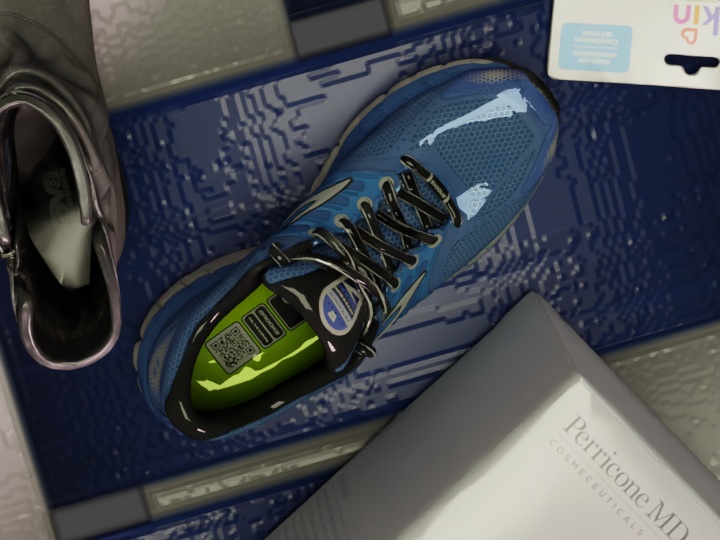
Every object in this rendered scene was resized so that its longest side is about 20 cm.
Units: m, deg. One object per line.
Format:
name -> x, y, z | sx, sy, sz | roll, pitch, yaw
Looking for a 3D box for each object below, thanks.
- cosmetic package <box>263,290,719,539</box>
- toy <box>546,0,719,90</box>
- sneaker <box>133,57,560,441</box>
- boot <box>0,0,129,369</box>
cosmetic package -> 0.070, 0.155, 1.133 | 0.200, 0.123, 0.199 | -44, 105, 5
toy -> 0.139, -0.164, 1.092 | 0.115, 0.047, 0.200 | 3, 104, -5
sneaker -> 0.000, 0.000, 1.100 | 0.200, 0.089, 0.079 | -42, 106, 6
boot -> -0.124, -0.073, 1.045 | 0.070, 0.132, 0.200 | -21, 106, 1
